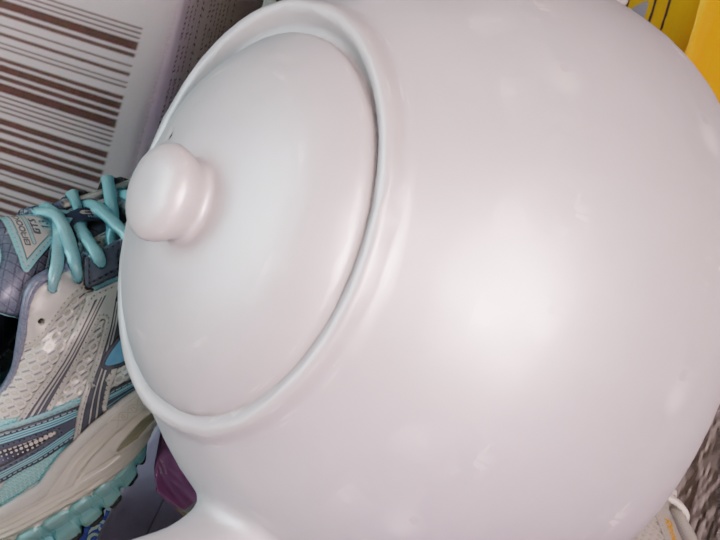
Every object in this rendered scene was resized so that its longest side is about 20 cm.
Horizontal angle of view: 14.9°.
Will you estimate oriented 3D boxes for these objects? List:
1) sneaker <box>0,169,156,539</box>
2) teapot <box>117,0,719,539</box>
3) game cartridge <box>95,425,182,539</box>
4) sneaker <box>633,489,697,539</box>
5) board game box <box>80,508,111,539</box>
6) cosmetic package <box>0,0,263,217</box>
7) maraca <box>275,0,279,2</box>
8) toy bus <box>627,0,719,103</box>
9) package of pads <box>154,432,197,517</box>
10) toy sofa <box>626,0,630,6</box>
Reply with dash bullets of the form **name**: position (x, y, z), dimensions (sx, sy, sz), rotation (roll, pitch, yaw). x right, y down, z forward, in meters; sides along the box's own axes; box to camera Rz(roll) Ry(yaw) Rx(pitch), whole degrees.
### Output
- **sneaker**: position (-0.077, 0.005, 0.892), dimensions (0.200, 0.086, 0.078), rotation (-47, 31, 5)
- **teapot**: position (0.001, -0.008, 0.756), dimensions (0.197, 0.146, 0.201), rotation (-39, 46, 35)
- **game cartridge**: position (-0.075, 0.125, 1.008), dimensions (0.200, 0.040, 0.134), rotation (-64, -8, -53)
- **sneaker**: position (0.073, 0.069, 0.826), dimensions (0.092, 0.075, 0.201), rotation (-20, 55, 55)
- **board game box**: position (-0.155, 0.150, 1.133), dimensions (0.200, 0.041, 0.201), rotation (23, 97, 65)
- **cosmetic package**: position (-0.142, -0.087, 1.120), dimensions (0.200, 0.164, 0.166), rotation (-49, -23, -78)
- **maraca**: position (0.015, -0.112, 1.157), dimensions (0.137, 0.106, 0.201), rotation (14, -96, -63)
- **toy bus**: position (0.122, -0.082, 0.841), dimensions (0.078, 0.065, 0.201), rotation (-19, 51, 69)
- **package of pads**: position (0.000, 0.000, 0.958), dimensions (0.120, 0.076, 0.201), rotation (-25, 38, 30)
- **toy sofa**: position (0.076, -0.154, 0.940), dimensions (0.098, 0.082, 0.201), rotation (87, -159, -54)
